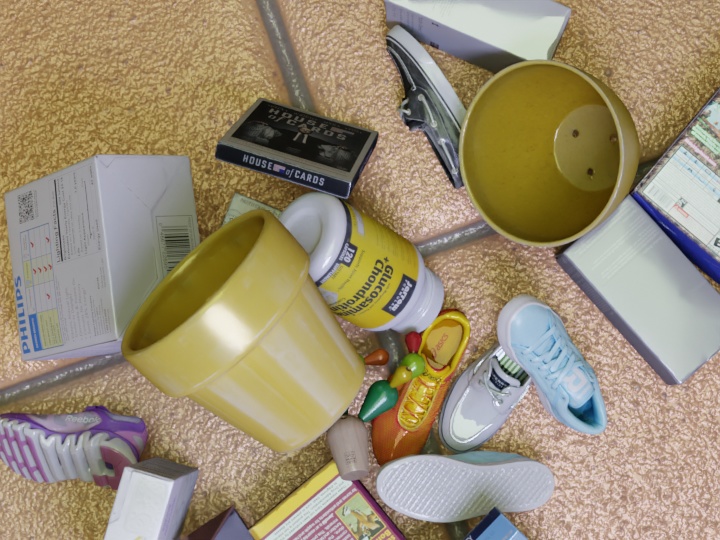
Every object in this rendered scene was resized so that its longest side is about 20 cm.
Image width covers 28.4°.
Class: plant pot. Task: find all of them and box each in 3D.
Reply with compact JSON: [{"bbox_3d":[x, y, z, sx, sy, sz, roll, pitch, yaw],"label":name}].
[{"bbox_3d":[0.230,-0.132,1.575,0.199,0.142,0.201,5,99,35],"label":"plant pot"},{"bbox_3d":[-0.103,0.073,1.415,0.201,0.201,0.189,-44,109,-3],"label":"plant pot"}]

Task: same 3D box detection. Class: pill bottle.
[{"bbox_3d":[0.000,0.000,1.556,0.112,0.200,0.112,-22,54,35],"label":"pill bottle"}]

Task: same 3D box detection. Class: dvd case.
[{"bbox_3d":[-0.066,-0.139,1.577,0.150,0.200,0.025,17,113,3],"label":"dvd case"}]

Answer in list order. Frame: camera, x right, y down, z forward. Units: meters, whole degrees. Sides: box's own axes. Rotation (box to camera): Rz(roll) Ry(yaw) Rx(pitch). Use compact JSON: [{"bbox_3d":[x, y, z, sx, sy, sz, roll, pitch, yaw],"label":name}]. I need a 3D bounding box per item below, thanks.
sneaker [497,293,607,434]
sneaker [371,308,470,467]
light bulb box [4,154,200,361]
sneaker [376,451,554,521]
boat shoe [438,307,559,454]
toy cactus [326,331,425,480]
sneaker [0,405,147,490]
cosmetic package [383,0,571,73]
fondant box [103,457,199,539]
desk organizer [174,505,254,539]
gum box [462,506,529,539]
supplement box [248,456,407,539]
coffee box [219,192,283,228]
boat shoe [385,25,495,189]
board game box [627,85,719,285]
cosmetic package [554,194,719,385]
[{"bbox_3d":[0.220,0.105,1.546,0.074,0.082,0.200,-46,128,-10],"label":"sneaker"},{"bbox_3d":[0.063,0.133,1.603,0.073,0.077,0.201,22,87,2],"label":"sneaker"},{"bbox_3d":[-0.280,-0.011,1.554,0.124,0.200,0.199,-2,83,-42],"label":"light bulb box"},{"bbox_3d":[0.108,0.237,1.573,0.199,0.082,0.074,5,88,-13],"label":"sneaker"},{"bbox_3d":[0.155,0.119,1.606,0.073,0.067,0.200,34,87,5],"label":"boat shoe"},{"bbox_3d":[-0.018,0.141,1.537,0.199,0.102,0.166,-7,62,-11],"label":"toy cactus"},{"bbox_3d":[-0.326,0.190,1.614,0.199,0.089,0.081,6,126,21],"label":"sneaker"},{"bbox_3d":[0.133,-0.289,1.624,0.199,0.113,0.081,25,85,6],"label":"cosmetic package"},{"bbox_3d":[-0.232,0.282,1.536,0.058,0.200,0.145,16,86,3],"label":"fondant box"},{"bbox_3d":[-0.117,0.365,1.558,0.077,0.072,0.200,-33,105,-5],"label":"desk organizer"},{"bbox_3d":[0.134,0.362,1.525,0.170,0.200,0.045,-45,50,-3],"label":"gum box"},{"bbox_3d":[-0.011,0.321,1.574,0.131,0.103,0.200,-38,84,-4],"label":"supplement box"},{"bbox_3d":[-0.126,0.028,1.616,0.114,0.080,0.201,21,86,4],"label":"coffee box"},{"bbox_3d":[0.078,-0.188,1.636,0.064,0.071,0.200,-33,86,-3],"label":"boat shoe"},{"bbox_3d":[0.424,-0.107,1.604,0.159,0.097,0.200,41,87,5],"label":"board game box"},{"bbox_3d":[0.325,0.024,1.602,0.107,0.090,0.200,-39,88,-2],"label":"cosmetic package"}]
